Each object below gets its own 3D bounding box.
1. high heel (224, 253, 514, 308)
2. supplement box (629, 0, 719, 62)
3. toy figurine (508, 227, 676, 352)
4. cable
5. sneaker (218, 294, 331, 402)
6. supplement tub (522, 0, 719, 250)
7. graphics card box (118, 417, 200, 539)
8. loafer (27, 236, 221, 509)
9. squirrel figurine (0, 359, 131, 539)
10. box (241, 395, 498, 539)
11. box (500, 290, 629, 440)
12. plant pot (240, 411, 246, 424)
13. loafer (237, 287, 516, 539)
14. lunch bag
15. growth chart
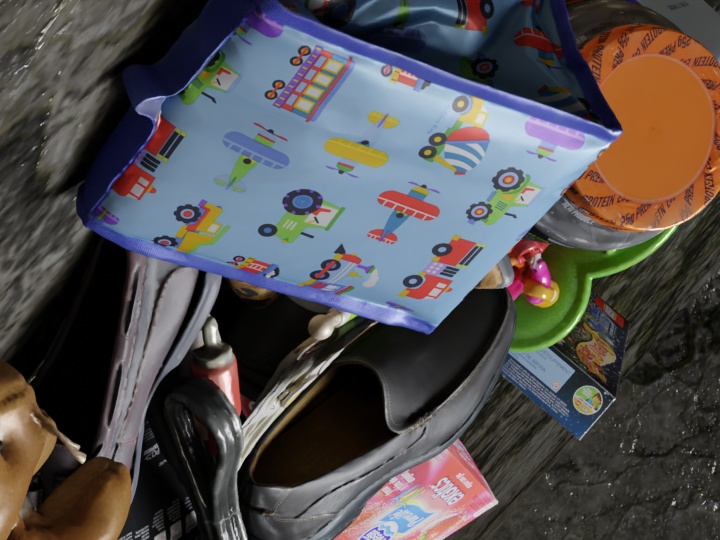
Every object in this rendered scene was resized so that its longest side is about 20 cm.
[{"bbox_3d":[0.000,0.000,1.425,0.071,0.142,0.200,-41,167,-32],"label":"high heel"},{"bbox_3d":[0.140,-0.089,1.773,0.200,0.103,0.101,-52,168,24],"label":"supplement box"},{"bbox_3d":[0.090,-0.061,1.607,0.201,0.150,0.184,-65,156,0],"label":"toy figurine"},{"bbox_3d":[-0.065,0.098,1.395,0.050,0.097,0.201,-31,123,-19],"label":"cable"},{"bbox_3d":[-0.022,0.021,1.622,0.099,0.071,0.200,-50,165,24],"label":"sneaker"},{"bbox_3d":[0.097,-0.074,1.402,0.123,0.123,0.200,-46,-159,-13],"label":"supplement tub"},{"bbox_3d":[-0.114,0.148,1.457,0.125,0.051,0.201,-31,123,-56],"label":"graphics card box"},{"bbox_3d":[-0.134,0.061,1.324,0.063,0.072,0.201,6,113,-56],"label":"loafer"},{"bbox_3d":[-0.182,0.130,1.156,0.200,0.141,0.187,-38,150,-17],"label":"squirrel figurine"},{"bbox_3d":[0.006,0.111,1.759,0.094,0.103,0.200,-33,161,3],"label":"box"},{"bbox_3d":[0.109,0.028,1.844,0.038,0.136,0.200,-50,-178,15],"label":"box"},{"bbox_3d":[-0.094,0.244,1.801,0.200,0.177,0.200,-42,167,-26],"label":"plant pot"},{"bbox_3d":[0.011,0.069,1.479,0.200,0.073,0.072,-47,161,-19],"label":"loafer"},{"bbox_3d":[-0.017,-0.059,1.208,0.199,0.094,0.151,7,139,-38],"label":"lunch bag"},{"bbox_3d":[-0.020,0.059,1.556,0.145,0.018,0.200,-31,162,-44],"label":"growth chart"}]
